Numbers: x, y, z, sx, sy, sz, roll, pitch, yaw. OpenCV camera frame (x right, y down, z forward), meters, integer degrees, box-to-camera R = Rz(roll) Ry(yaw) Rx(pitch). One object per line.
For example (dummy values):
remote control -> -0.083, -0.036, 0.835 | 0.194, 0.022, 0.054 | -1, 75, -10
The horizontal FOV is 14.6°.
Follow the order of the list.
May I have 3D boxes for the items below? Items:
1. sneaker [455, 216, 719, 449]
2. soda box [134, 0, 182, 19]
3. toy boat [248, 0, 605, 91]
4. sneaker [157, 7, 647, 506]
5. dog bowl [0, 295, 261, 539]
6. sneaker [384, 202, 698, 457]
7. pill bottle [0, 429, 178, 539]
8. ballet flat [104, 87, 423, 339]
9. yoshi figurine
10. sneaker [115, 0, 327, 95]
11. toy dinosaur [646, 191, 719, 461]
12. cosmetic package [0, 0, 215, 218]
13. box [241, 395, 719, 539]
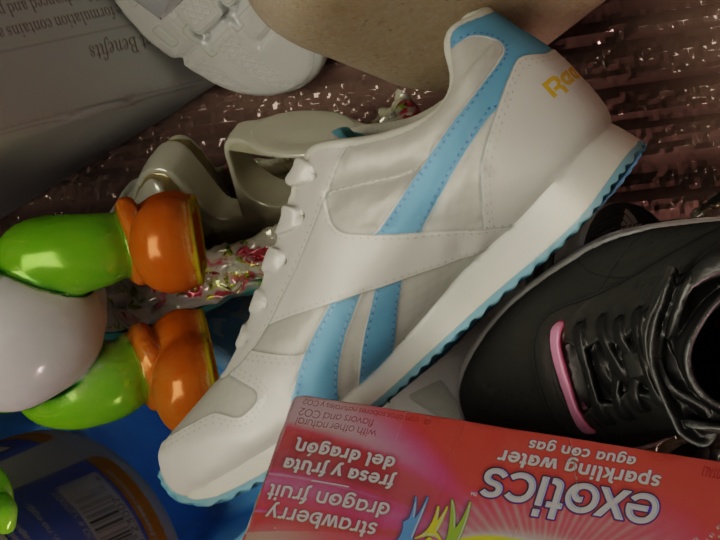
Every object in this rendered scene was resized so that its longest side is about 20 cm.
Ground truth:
sneaker -> 0.094, 0.023, 0.873 | 0.199, 0.099, 0.071 | -18, 92, 35
soda box -> -0.063, -0.180, 0.946 | 0.068, 0.201, 0.063 | 34, 127, -26
toy boat -> 0.044, -0.161, 0.942 | 0.200, 0.130, 0.131 | -36, 52, 33
sneaker -> 0.000, 0.000, 0.943 | 0.200, 0.077, 0.081 | -43, 88, 13
dog bowl -> -0.089, 0.077, 1.110 | 0.199, 0.049, 0.112 | -23, 89, 34
sneaker -> 0.065, 0.079, 1.009 | 0.115, 0.075, 0.202 | -3, 93, 43
pill bottle -> -0.161, 0.134, 1.019 | 0.111, 0.200, 0.113 | 9, 107, 31
ballet flat -> -0.041, -0.026, 1.033 | 0.199, 0.076, 0.064 | -14, 125, 33
yoshi figurine -> -0.150, 0.029, 0.972 | 0.199, 0.112, 0.113 | -7, 66, 0
sneaker -> -0.069, -0.158, 1.030 | 0.077, 0.082, 0.200 | -23, 112, 38
toy dinosaur -> 0.174, 0.005, 0.922 | 0.199, 0.077, 0.103 | -19, 103, 30
cosmetic package -> -0.192, -0.116, 1.059 | 0.166, 0.167, 0.201 | -27, 86, 33
box -> 0.066, 0.115, 0.870 | 0.199, 0.096, 0.100 | 8, 149, 20
